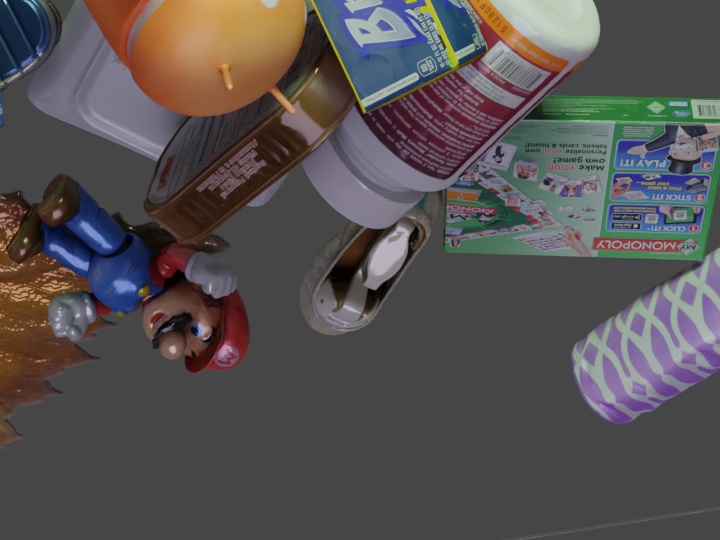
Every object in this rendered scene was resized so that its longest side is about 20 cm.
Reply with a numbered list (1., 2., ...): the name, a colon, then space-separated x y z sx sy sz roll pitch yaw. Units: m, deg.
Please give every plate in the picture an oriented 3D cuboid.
1. plate: -0.111 -0.134 1.012 0.198 0.033 0.200 24 134 -20

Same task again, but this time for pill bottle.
1. pill bottle: 0.052 -0.122 0.947 0.109 0.110 0.200 30 128 -25

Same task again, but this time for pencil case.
1. pencil case: 0.257 0.046 1.140 0.085 0.085 0.199 13 143 -44

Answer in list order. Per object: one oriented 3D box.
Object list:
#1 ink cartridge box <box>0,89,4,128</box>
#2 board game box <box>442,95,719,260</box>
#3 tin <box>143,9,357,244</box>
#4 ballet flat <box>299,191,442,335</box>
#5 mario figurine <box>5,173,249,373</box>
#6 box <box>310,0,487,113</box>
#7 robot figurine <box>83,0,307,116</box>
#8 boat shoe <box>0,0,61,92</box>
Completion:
1. ink cartridge box: -0.291 -0.152 0.917 0.117 0.042 0.203 -4 99 -2
2. board game box: 0.159 -0.066 1.063 0.197 0.029 0.136 2 137 3
3. tin: -0.069 -0.095 0.948 0.042 0.113 0.199 40 125 -21
4. ballet flat: 0.000 0.000 1.121 0.067 0.063 0.201 20 134 -11
5. mario figurine: -0.171 0.019 1.119 0.199 0.107 0.123 34 164 -18
6. box: -0.004 -0.198 0.841 0.069 0.064 0.202 -23 97 26
7. robot figurine: -0.105 -0.174 0.853 0.116 0.201 0.144 -24 160 -25
8. boat shoe: -0.285 -0.123 0.984 0.198 0.072 0.073 -22 96 8
